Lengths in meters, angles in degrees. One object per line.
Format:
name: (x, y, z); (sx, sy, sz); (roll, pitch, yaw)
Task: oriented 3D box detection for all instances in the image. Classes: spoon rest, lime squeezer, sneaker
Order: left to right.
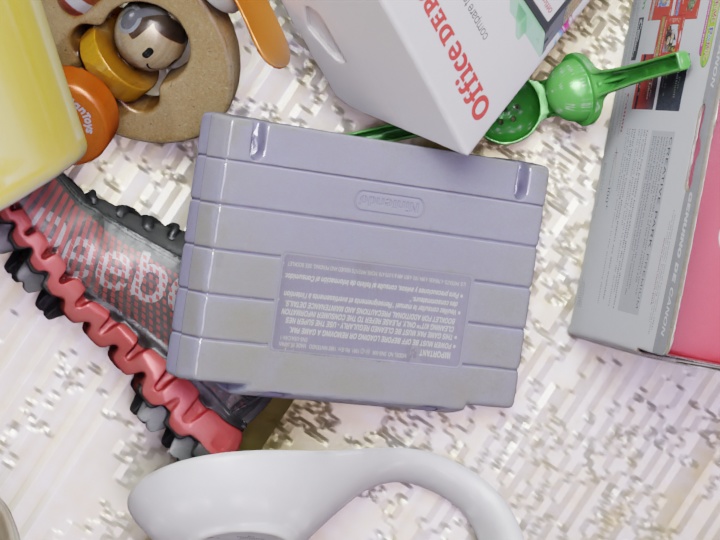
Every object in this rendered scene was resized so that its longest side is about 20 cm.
sneaker: (-0.108, 0.000, 1.400); (0.098, 0.071, 0.200); (-43, 101, -4)
spoon rest: (-0.017, 0.115, 1.422); (0.199, 0.099, 0.061); (9, 60, -21)
lime squeezer: (0.083, -0.087, 1.415); (0.200, 0.071, 0.038); (-11, 75, 31)

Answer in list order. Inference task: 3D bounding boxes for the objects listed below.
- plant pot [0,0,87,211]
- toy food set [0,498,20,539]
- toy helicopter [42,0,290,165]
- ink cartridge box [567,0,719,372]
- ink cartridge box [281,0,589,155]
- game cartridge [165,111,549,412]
plant pot: (-0.221, -0.104, 1.275); (0.200, 0.201, 0.189); (-29, 100, -7)
toy food set: (-0.270, 0.139, 1.345); (0.200, 0.060, 0.144); (21, 131, -11)
toy helicopter: (-0.108, -0.149, 1.335); (0.132, 0.079, 0.200); (-5, 120, 23)
ink cartridge box: (0.177, -0.052, 1.392); (0.084, 0.176, 0.201); (11, 92, -11)
ink cartridge box: (0.056, -0.177, 1.358); (0.200, 0.084, 0.145); (-52, 144, -15)
game cartridge: (0.000, 0.000, 1.397); (0.200, 0.038, 0.130); (8, 96, -38)
